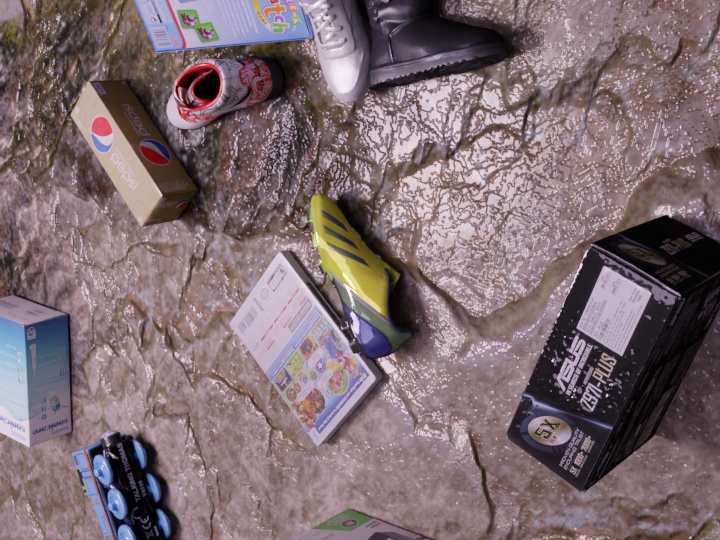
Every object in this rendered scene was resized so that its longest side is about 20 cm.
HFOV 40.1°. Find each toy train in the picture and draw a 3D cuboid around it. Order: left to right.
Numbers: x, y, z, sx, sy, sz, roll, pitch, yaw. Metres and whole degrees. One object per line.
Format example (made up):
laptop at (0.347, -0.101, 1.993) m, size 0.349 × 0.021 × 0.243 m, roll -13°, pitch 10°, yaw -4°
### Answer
toy train at (-0.350, 0.336, 1.457) m, size 0.114 × 0.086 × 0.202 m, roll -21°, pitch 89°, yaw 49°

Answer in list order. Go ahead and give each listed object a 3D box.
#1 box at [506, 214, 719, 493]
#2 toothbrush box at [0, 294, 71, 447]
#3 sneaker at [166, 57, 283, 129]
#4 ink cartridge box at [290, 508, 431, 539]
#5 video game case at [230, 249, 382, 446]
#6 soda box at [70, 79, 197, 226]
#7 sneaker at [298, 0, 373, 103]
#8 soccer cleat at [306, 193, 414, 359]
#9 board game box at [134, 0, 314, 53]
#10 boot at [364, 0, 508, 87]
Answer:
box at (0.232, 0.068, 0.864) m, size 0.086 × 0.163 × 0.202 m, roll 33°, pitch 120°, yaw 29°
toothbrush box at (-0.536, 0.157, 1.564) m, size 0.145 × 0.085 × 0.203 m, roll 13°, pitch 107°, yaw 36°
sneaker at (-0.197, -0.213, 1.188) m, size 0.200 × 0.107 × 0.068 m, roll -8°, pitch 95°, yaw 40°
ink cartridge box at (0.017, 0.357, 1.116) m, size 0.198 × 0.145 × 0.085 m, roll 9°, pitch 104°, yaw 37°
video game case at (-0.071, 0.096, 1.213) m, size 0.201 × 0.018 × 0.144 m, roll 52°, pitch 126°, yaw 19°
soda box at (-0.303, -0.158, 1.317) m, size 0.068 × 0.064 × 0.201 m, roll -47°, pitch 70°, yaw 36°
sneaker at (-0.039, -0.278, 1.050) m, size 0.074 × 0.099 × 0.203 m, roll -5°, pitch 98°, yaw 37°
soccer cleat at (0.000, 0.000, 1.118) m, size 0.083 × 0.065 × 0.202 m, roll -23°, pitch 80°, yaw 10°
board game box at (-0.161, -0.320, 1.090) m, size 0.198 × 0.037 × 0.152 m, roll 0°, pitch 136°, yaw 18°
boot at (0.063, -0.298, 0.990) m, size 0.163 × 0.065 × 0.203 m, roll -4°, pitch 93°, yaw 38°
